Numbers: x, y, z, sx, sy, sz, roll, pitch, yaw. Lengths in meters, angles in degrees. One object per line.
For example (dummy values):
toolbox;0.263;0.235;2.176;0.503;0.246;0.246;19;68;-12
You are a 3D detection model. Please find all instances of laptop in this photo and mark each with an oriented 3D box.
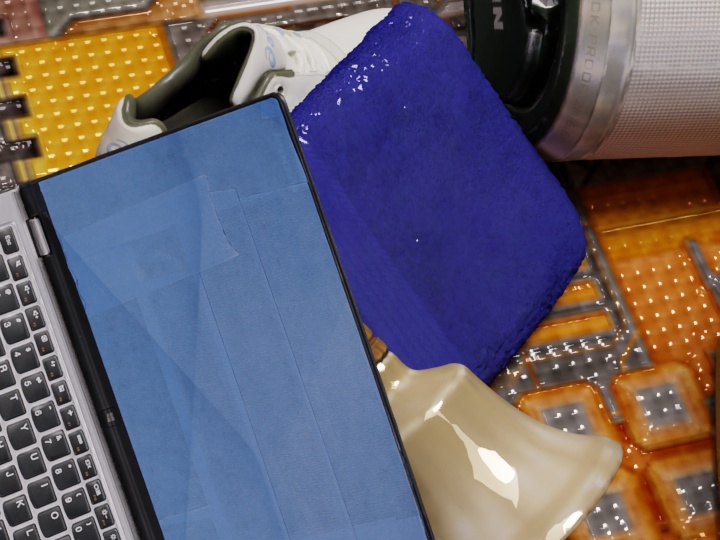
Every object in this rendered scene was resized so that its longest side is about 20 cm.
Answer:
laptop;-0.103;0.062;0.776;0.199;0.116;0.189;-20;94;-22

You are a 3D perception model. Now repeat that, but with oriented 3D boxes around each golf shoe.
golf shoe;-0.032;-0.074;0.951;0.078;0.098;0.199;40;56;22

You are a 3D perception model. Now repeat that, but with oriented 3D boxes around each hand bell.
hand bell;-0.005;0.029;0.830;0.200;0.104;0.104;47;57;-4

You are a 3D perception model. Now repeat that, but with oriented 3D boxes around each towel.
towel;0.000;0.000;0.906;0.200;0.049;0.148;-47;110;-33

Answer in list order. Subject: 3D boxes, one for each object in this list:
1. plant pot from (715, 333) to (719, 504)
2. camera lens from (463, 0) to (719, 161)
plant pot;0.240;0.044;0.859;0.198;0.201;0.177;-3;44;-11
camera lens;0.153;-0.131;0.979;0.198;0.161;0.161;-3;54;-15
